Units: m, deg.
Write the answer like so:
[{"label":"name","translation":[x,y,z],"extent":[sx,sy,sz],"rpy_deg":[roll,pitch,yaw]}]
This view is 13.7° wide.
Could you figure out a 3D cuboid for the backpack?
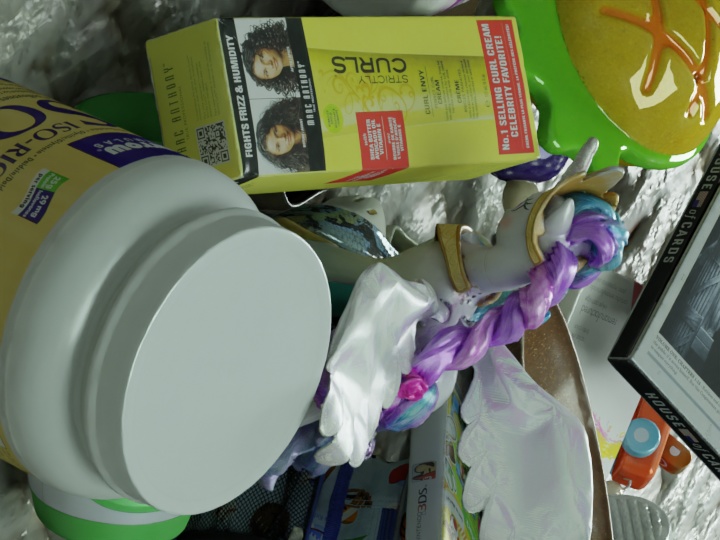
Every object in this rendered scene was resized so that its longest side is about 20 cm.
[{"label":"backpack","translation":[-0.029,0.177,1.489],"extent":[0.200,0.154,0.191],"rpy_deg":[52,53,-51]}]

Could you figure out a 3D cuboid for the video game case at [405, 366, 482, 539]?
[{"label":"video game case","translation":[0.060,0.141,1.478],"extent":[0.182,0.023,0.200],"rpy_deg":[-86,161,-49]}]

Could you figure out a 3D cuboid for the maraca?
[{"label":"maraca","translation":[0.131,-0.112,1.584],"extent":[0.137,0.107,0.200],"rpy_deg":[59,35,0]}]

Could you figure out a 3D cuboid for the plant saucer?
[{"label":"plant saucer","translation":[0.090,0.105,1.501],"extent":[0.200,0.037,0.201],"rpy_deg":[-10,90,-78]}]

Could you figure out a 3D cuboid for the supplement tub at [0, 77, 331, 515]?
[{"label":"supplement tub","translation":[-0.126,0.008,1.239],"extent":[0.145,0.200,0.146],"rpy_deg":[-30,132,-41]}]

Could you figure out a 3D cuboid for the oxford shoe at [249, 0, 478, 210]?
[{"label":"oxford shoe","translation":[0.004,-0.087,1.464],"extent":[0.200,0.084,0.073],"rpy_deg":[-45,138,-31]}]

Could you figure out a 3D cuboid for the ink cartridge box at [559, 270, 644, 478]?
[{"label":"ink cartridge box","translation":[0.095,0.089,1.698],"extent":[0.116,0.067,0.200],"rpy_deg":[21,92,-57]}]

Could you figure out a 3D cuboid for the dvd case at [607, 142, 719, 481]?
[{"label":"dvd case","translation":[0.228,0.014,1.692],"extent":[0.150,0.025,0.200],"rpy_deg":[45,63,-31]}]

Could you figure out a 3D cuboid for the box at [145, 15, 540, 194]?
[{"label":"box","translation":[-0.005,-0.075,1.355],"extent":[0.200,0.050,0.075],"rpy_deg":[-4,83,-47]}]

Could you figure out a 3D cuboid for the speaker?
[{"label":"speaker","translation":[-0.105,0.024,1.381],"extent":[0.088,0.088,0.200],"rpy_deg":[-18,122,-48]}]

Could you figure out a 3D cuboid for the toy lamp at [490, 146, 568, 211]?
[{"label":"toy lamp","translation":[0.085,0.030,1.611],"extent":[0.058,0.058,0.200],"rpy_deg":[11,81,-55]}]

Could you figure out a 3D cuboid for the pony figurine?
[{"label":"pony figurine","translation":[0.025,0.038,1.340],"extent":[0.166,0.200,0.193],"rpy_deg":[38,54,-33]}]

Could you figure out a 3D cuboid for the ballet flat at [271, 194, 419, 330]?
[{"label":"ballet flat","translation":[0.000,0.000,1.537],"extent":[0.074,0.074,0.200],"rpy_deg":[-59,147,-11]}]

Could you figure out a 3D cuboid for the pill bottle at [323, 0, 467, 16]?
[{"label":"pill bottle","translation":[0.062,-0.195,1.453],"extent":[0.200,0.112,0.112],"rpy_deg":[-26,129,-43]}]

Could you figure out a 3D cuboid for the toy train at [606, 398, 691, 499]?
[{"label":"toy train","translation":[0.199,0.059,1.770],"extent":[0.200,0.056,0.150],"rpy_deg":[108,4,-68]}]

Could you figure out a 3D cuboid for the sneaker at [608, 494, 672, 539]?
[{"label":"sneaker","translation":[0.106,0.221,1.786],"extent":[0.200,0.073,0.114],"rpy_deg":[-35,141,-14]}]
